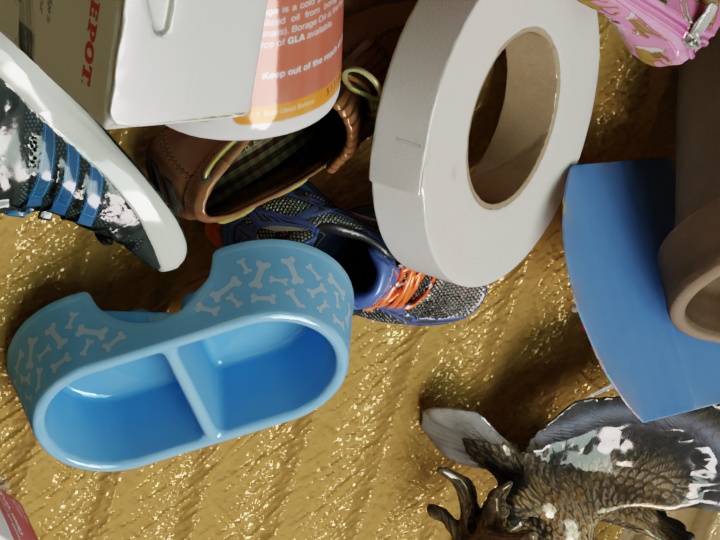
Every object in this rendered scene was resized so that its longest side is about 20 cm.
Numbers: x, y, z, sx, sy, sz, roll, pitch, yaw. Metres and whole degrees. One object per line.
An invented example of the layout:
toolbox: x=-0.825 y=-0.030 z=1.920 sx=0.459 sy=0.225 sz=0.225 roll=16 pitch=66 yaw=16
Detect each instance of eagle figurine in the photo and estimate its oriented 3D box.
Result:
eagle figurine: x=0.143 y=0.142 z=1.792 sx=0.200 sy=0.152 sz=0.151 roll=-22 pitch=123 yaw=-28

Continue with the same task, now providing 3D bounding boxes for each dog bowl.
dog bowl: x=-0.097 y=0.052 z=1.580 sx=0.200 sy=0.050 sz=0.112 roll=-17 pitch=137 yaw=5

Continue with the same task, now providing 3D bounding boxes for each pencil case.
pencil case: x=0.125 y=-0.179 z=1.539 sx=0.200 sy=0.086 sz=0.083 roll=26 pitch=79 yaw=-48

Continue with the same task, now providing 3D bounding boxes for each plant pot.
plant pot: x=0.266 y=-0.070 z=1.705 sx=0.200 sy=0.175 sz=0.200 roll=-9 pitch=160 yaw=-3

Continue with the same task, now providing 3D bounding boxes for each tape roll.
tape roll: x=0.073 y=-0.090 z=1.613 sx=0.203 sy=0.037 sz=0.203 roll=-37 pitch=137 yaw=-46

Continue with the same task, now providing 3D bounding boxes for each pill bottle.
pill bottle: x=-0.062 y=-0.177 z=1.466 sx=0.112 sy=0.112 sz=0.200 roll=-15 pitch=126 yaw=-27

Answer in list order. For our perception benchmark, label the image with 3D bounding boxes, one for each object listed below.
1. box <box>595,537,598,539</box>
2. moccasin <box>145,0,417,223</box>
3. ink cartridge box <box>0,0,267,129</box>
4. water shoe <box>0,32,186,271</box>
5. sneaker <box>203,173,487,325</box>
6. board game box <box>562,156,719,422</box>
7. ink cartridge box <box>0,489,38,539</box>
box: x=0.133 y=0.292 z=1.846 sx=0.105 sy=0.200 sz=0.184 roll=-3 pitch=119 yaw=-35
moccasin: x=-0.021 y=-0.087 z=1.574 sx=0.201 sy=0.078 sz=0.074 roll=-27 pitch=128 yaw=-26
ink cartridge box: x=-0.123 y=-0.173 z=1.365 sx=0.083 sy=0.200 sz=0.147 roll=-7 pitch=122 yaw=-32
water shoe: x=-0.172 y=-0.058 z=1.500 sx=0.079 sy=0.072 sz=0.200 roll=-42 pitch=124 yaw=-2
sneaker: x=0.000 y=0.000 z=1.648 sx=0.200 sy=0.078 sz=0.075 roll=14 pitch=110 yaw=-40
board game box: x=0.166 y=0.014 z=1.732 sx=0.200 sy=0.039 sz=0.158 roll=-8 pitch=80 yaw=-56
ink cartridge box: x=-0.275 y=0.138 z=1.539 sx=0.116 sy=0.068 sz=0.200 roll=-40 pitch=135 yaw=6
